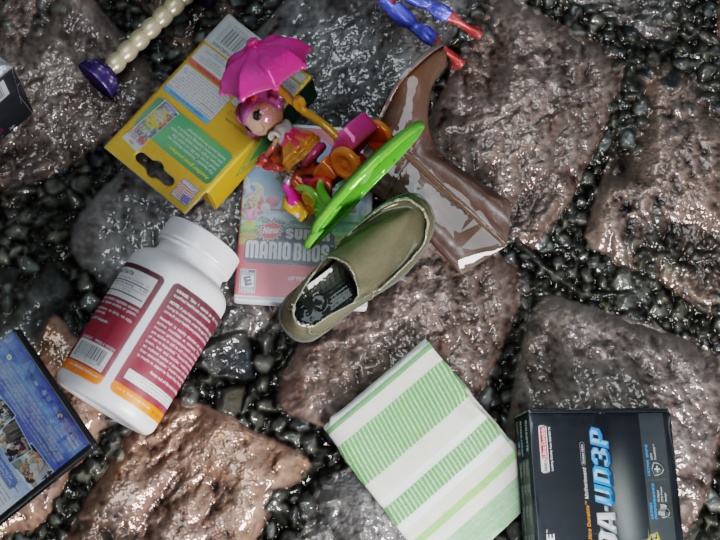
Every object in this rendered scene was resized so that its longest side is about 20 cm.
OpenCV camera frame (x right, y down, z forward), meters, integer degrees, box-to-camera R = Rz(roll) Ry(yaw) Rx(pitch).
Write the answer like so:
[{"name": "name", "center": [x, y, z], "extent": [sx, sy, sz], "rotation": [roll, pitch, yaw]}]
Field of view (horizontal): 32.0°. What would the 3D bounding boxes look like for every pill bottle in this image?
[{"name": "pill bottle", "center": [-0.207, 0.053, 1.261], "extent": [0.112, 0.113, 0.201], "rotation": [29, 76, 4]}]

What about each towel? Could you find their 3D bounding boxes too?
[{"name": "towel", "center": [0.076, 0.192, 1.290], "extent": [0.152, 0.023, 0.200], "rotation": [-38, 82, -12]}]

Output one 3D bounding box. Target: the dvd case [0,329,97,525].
[{"name": "dvd case", "center": [-0.371, 0.174, 1.233], "extent": [0.199, 0.018, 0.143], "rotation": [-38, 82, 8]}]

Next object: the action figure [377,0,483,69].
[{"name": "action figure", "center": [0.032, -0.302, 1.394], "extent": [0.199, 0.099, 0.066], "rotation": [32, 94, -19]}]

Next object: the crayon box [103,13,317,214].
[{"name": "crayon box", "center": [-0.158, -0.159, 1.340], "extent": [0.125, 0.052, 0.200], "rotation": [38, 78, 16]}]

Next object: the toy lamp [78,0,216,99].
[{"name": "toy lamp", "center": [-0.219, -0.273, 1.378], "extent": [0.058, 0.058, 0.200], "rotation": [41, 79, 7]}]

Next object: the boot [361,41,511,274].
[{"name": "boot", "center": [0.100, -0.119, 1.346], "extent": [0.199, 0.064, 0.187], "rotation": [38, 84, 2]}]

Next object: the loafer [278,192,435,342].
[{"name": "loafer", "center": [0.000, 0.000, 1.284], "extent": [0.075, 0.070, 0.200], "rotation": [45, 87, -2]}]

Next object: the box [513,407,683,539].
[{"name": "box", "center": [0.241, 0.240, 1.263], "extent": [0.157, 0.046, 0.202], "rotation": [2, 75, -13]}]

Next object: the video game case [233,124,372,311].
[{"name": "video game case", "center": [-0.058, -0.059, 1.349], "extent": [0.141, 0.017, 0.202], "rotation": [4, 75, -2]}]

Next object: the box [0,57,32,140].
[{"name": "box", "center": [-0.458, -0.161, 1.292], "extent": [0.115, 0.132, 0.200], "rotation": [44, 76, 6]}]

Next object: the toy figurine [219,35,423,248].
[{"name": "toy figurine", "center": [-0.063, -0.142, 1.247], "extent": [0.184, 0.200, 0.150], "rotation": [46, 54, 3]}]
